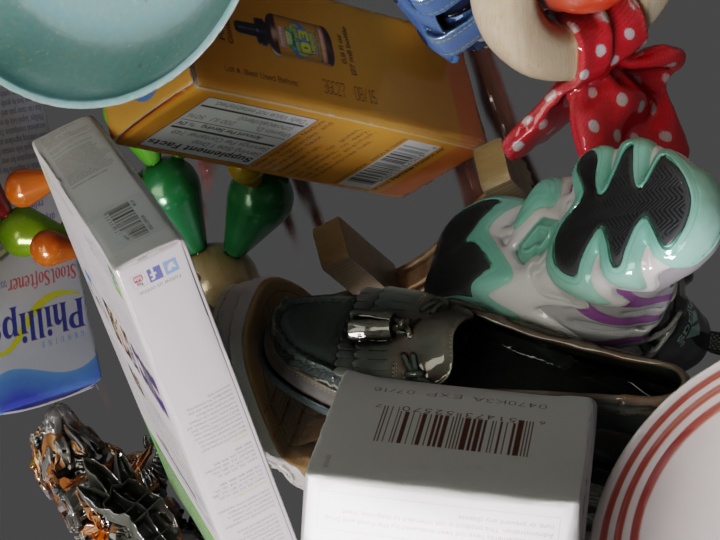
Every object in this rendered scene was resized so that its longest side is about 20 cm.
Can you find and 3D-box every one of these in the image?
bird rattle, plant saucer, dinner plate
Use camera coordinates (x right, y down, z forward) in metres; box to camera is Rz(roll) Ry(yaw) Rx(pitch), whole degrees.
[{"bbox_3d":[0.106,-0.140,1.185,0.200,0.163,0.113,-55,52,17],"label":"bird rattle"},{"bbox_3d":[-0.115,-0.172,1.142,0.199,0.036,0.201,4,98,30],"label":"plant saucer"},{"bbox_3d":[0.194,0.120,1.184,0.024,0.199,0.201,-132,48,-67],"label":"dinner plate"}]

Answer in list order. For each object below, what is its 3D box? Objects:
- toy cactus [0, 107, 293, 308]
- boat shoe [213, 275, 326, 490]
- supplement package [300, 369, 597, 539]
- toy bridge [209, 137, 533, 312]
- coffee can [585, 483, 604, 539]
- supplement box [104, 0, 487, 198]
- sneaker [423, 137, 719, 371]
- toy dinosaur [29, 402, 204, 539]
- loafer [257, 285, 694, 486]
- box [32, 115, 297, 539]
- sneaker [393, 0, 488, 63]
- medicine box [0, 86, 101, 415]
[{"bbox_3d":[-0.092,-0.025,1.365,0.199,0.102,0.166,-22,110,13],"label":"toy cactus"},{"bbox_3d":[-0.050,0.060,1.292,0.069,0.200,0.071,15,66,20],"label":"boat shoe"},{"bbox_3d":[0.035,0.160,1.132,0.116,0.117,0.201,6,110,6],"label":"supplement package"},{"bbox_3d":[0.000,0.000,1.314,0.199,0.067,0.027,-27,56,18],"label":"toy bridge"},{"bbox_3d":[0.047,0.165,1.273,0.146,0.146,0.201,33,114,22],"label":"coffee can"},{"bbox_3d":[-0.032,-0.087,1.238,0.069,0.199,0.067,-28,64,35],"label":"supplement box"},{"bbox_3d":[0.136,0.008,1.208,0.200,0.139,0.078,-10,55,59],"label":"sneaker"},{"bbox_3d":[-0.103,0.144,1.409,0.199,0.102,0.136,33,139,8],"label":"toy dinosaur"},{"bbox_3d":[0.054,0.040,1.183,0.199,0.072,0.063,15,142,1],"label":"loafer"},{"bbox_3d":[-0.082,0.045,1.176,0.144,0.036,0.201,-130,19,-57],"label":"box"},{"bbox_3d":[0.042,-0.143,1.205,0.074,0.200,0.082,-35,88,8],"label":"sneaker"},{"bbox_3d":[-0.260,-0.013,1.455,0.181,0.103,0.201,-10,94,32],"label":"medicine box"}]
